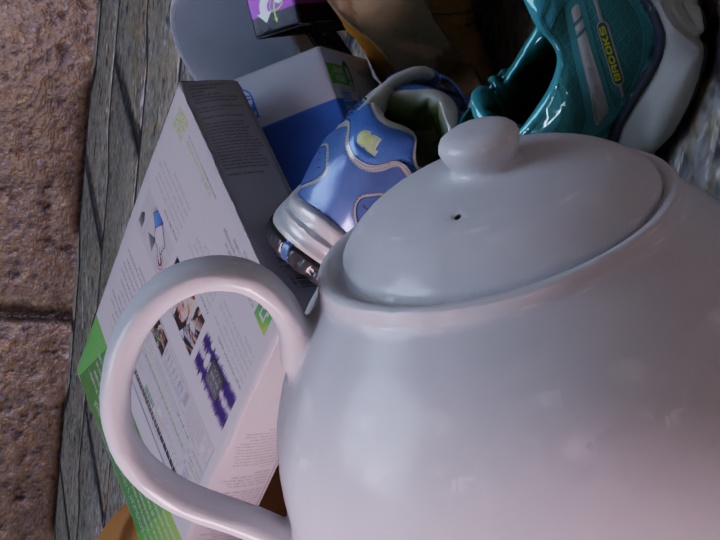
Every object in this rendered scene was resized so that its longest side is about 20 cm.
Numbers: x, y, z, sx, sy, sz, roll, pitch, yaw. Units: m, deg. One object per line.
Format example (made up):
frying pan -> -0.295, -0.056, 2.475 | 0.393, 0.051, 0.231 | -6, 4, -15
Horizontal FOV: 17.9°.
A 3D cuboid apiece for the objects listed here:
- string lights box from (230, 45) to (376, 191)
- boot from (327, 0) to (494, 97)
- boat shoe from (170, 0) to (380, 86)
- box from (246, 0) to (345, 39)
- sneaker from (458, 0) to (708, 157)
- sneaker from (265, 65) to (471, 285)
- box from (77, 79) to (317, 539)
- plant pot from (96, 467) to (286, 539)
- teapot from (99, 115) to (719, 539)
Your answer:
string lights box -> 0.000, 0.000, 1.088 | 0.103, 0.059, 0.202 | -9, -101, -77
boot -> 0.011, -0.152, 1.130 | 0.144, 0.070, 0.202 | -112, -2, -66
boat shoe -> -0.031, -0.112, 1.268 | 0.070, 0.200, 0.067 | -24, 41, 32
box -> -0.033, -0.228, 1.221 | 0.143, 0.036, 0.202 | -14, -89, -59
sneaker -> 0.077, -0.054, 0.934 | 0.201, 0.079, 0.078 | 104, 162, -45
sneaker -> 0.037, -0.047, 0.998 | 0.077, 0.075, 0.200 | -61, -14, 27
box -> -0.074, 0.034, 1.049 | 0.145, 0.036, 0.201 | 64, 143, 35
plant pot -> -0.026, 0.164, 1.160 | 0.140, 0.199, 0.202 | -46, 41, 45
teapot -> 0.050, 0.023, 0.734 | 0.196, 0.200, 0.147 | 0, 118, 40
